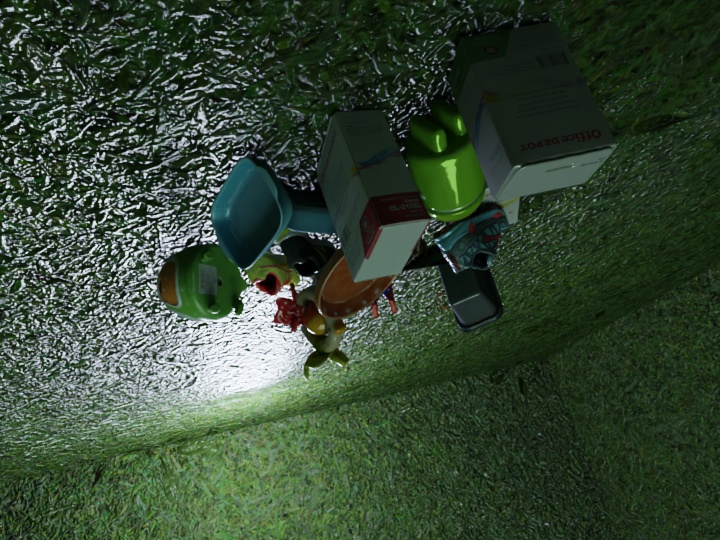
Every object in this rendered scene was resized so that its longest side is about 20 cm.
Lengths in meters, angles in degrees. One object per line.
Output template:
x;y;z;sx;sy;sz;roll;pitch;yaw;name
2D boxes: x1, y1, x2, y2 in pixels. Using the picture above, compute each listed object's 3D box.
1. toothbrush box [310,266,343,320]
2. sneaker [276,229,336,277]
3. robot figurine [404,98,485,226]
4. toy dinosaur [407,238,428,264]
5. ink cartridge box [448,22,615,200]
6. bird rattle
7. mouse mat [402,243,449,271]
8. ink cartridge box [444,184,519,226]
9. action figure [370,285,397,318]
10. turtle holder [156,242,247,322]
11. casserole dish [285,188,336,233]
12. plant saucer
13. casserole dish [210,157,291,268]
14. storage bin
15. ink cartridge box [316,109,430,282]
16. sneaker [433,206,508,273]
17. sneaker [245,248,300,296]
-0.010;0.014;1.130;0.199;0.086;0.147;-37;167;-27;toothbrush box
-0.102;-0.020;1.085;0.073;0.086;0.199;-25;157;21;sneaker
0.135;-0.162;0.852;0.175;0.115;0.202;-40;138;-13;robot figurine
0.042;-0.045;1.041;0.198;0.137;0.086;-33;174;-16;toy dinosaur
0.217;-0.209;0.714;0.142;0.204;0.088;-13;158;-10;ink cartridge box
-0.085;0.097;1.060;0.111;0.203;0.164;-10;151;-33;bird rattle
0.175;-0.041;1.112;0.159;0.008;0.199;-10;-165;46;mouse mat
0.224;-0.144;1.040;0.142;0.089;0.200;-19;157;6;ink cartridge box
0.050;0.069;1.272;0.064;0.201;0.101;-12;116;2;action figure
-0.288;0.017;1.002;0.129;0.144;0.186;-6;-159;21;turtle holder
-0.064;-0.101;0.910;0.196;0.121;0.040;0;117;-34;casserole dish
0.000;0.000;0.941;0.198;0.032;0.202;-32;149;-22;plant saucer
-0.166;-0.088;0.835;0.038;0.122;0.200;-26;169;-43;casserole dish
0.246;0.030;1.336;0.143;0.204;0.134;-24;146;18;storage bin
0.011;-0.111;0.800;0.081;0.203;0.146;-10;154;-21;ink cartridge box
0.207;-0.047;0.971;0.198;0.097;0.079;-22;177;-42;sneaker
-0.179;0.014;1.101;0.077;0.092;0.200;-24;158;16;sneaker
